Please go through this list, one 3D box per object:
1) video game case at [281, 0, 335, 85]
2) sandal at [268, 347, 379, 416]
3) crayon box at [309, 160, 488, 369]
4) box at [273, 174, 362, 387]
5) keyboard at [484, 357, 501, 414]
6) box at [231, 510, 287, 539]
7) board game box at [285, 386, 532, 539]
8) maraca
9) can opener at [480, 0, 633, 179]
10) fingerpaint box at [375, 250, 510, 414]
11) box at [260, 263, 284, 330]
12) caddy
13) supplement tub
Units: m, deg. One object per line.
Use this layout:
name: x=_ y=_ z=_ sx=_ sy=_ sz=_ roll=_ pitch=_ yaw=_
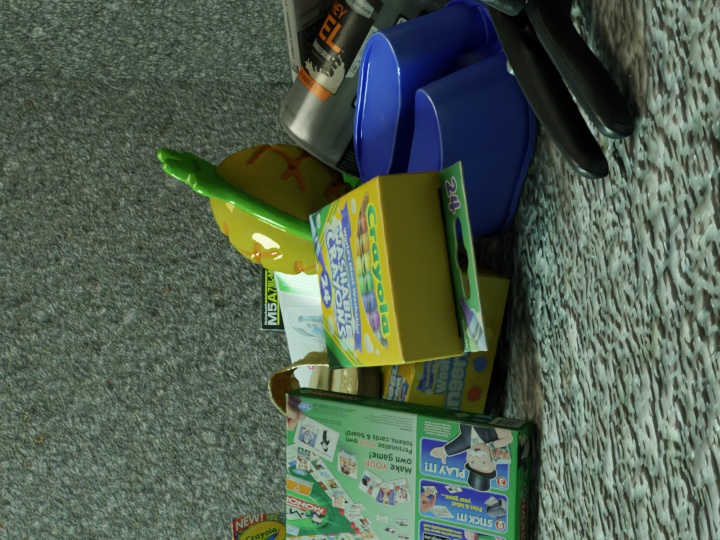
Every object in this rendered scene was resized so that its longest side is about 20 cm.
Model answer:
video game case: x=0.010 y=-0.264 z=0.935 sx=0.023 sy=0.199 sz=0.183 roll=39 pitch=155 yaw=27
sandal: x=-0.047 y=0.102 z=0.920 sx=0.211 sy=0.068 sz=0.079 roll=160 pitch=116 yaw=-71
crayon box: x=0.019 y=0.004 z=0.744 sx=0.200 sy=0.051 sz=0.128 roll=161 pitch=102 yaw=-69
box: x=0.000 y=0.000 z=1.054 sx=0.201 sy=0.095 sz=0.179 roll=-64 pitch=-25 yaw=-43
keyboard: x=0.091 y=0.061 z=0.916 sx=0.201 sy=0.039 sz=0.105 roll=-106 pitch=28 yaw=-50
box: x=-0.011 y=0.326 z=0.952 sx=0.123 sy=0.196 sz=0.196 roll=88 pitch=174 yaw=-64
board game box: x=0.031 y=0.169 z=0.773 sx=0.029 sy=0.197 sz=0.137 roll=-12 pitch=-75 yaw=-59
maraca: x=-0.082 y=-0.061 z=0.888 sx=0.109 sy=0.197 sz=0.137 roll=-66 pitch=23 yaw=7
can opener: x=0.108 y=-0.127 z=0.603 sx=0.064 sy=0.077 sz=0.202 roll=108 pitch=154 yaw=-46
fingerpaint box: x=0.046 y=0.082 z=0.868 sx=0.167 sy=0.072 sz=0.204 roll=-143 pitch=61 yaw=-70
box: x=-0.030 y=-0.025 z=1.280 sx=0.047 sy=0.189 sz=0.204 roll=0 pitch=-91 yaw=-77
caddy: x=0.069 y=-0.108 z=0.782 sx=0.142 sy=0.103 sz=0.202 roll=60 pitch=157 yaw=31
supplement tub: x=0.022 y=-0.188 z=0.887 sx=0.202 sy=0.121 sz=0.123 roll=-60 pitch=16 yaw=16
